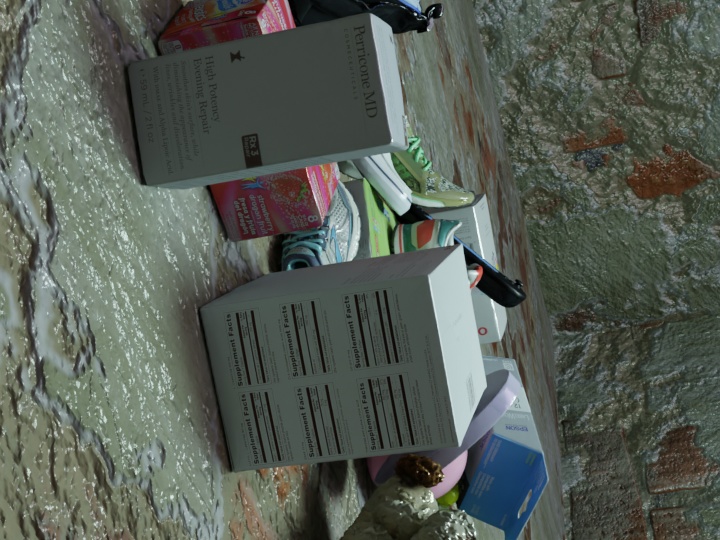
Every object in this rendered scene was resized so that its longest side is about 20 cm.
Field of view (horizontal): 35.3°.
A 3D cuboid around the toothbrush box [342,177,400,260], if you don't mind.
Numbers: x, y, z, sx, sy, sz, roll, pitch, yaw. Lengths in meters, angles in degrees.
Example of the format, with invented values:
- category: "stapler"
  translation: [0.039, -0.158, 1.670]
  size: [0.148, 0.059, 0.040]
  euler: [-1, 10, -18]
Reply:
- category: "toothbrush box"
  translation: [0.000, 0.000, 1.300]
  size: [0.200, 0.085, 0.147]
  euler: [40, 41, -68]

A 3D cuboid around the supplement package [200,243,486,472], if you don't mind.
- category: "supplement package"
  translation: [-0.006, 0.073, 1.003]
  size: [0.191, 0.198, 0.148]
  euler: [-33, 113, -74]

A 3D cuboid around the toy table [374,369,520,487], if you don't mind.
- category: "toy table"
  translation: [0.059, 0.139, 1.197]
  size: [0.117, 0.200, 0.184]
  euler: [47, 17, -6]

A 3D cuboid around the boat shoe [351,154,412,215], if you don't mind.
- category: "boat shoe"
  translation: [0.005, -0.157, 1.275]
  size: [0.200, 0.067, 0.074]
  euler: [52, 2, 5]

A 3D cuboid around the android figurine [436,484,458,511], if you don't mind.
- category: "android figurine"
  translation: [0.090, 0.301, 1.460]
  size: [0.183, 0.041, 0.201]
  euler: [105, -14, -55]

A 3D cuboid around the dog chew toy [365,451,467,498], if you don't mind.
- category: "dog chew toy"
  translation: [0.048, 0.173, 1.333]
  size: [0.125, 0.124, 0.201]
  euler: [-66, 136, -65]

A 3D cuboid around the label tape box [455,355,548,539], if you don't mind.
- category: "label tape box"
  translation: [0.161, 0.225, 1.395]
  size: [0.201, 0.065, 0.144]
  euler: [-97, -160, -51]

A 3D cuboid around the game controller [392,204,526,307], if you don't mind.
- category: "game controller"
  translation: [0.120, -0.025, 1.374]
  size: [0.200, 0.042, 0.104]
  euler: [39, -2, 8]

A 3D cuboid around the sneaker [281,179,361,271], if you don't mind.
- category: "sneaker"
  translation: [-0.045, -0.019, 1.160]
  size: [0.086, 0.077, 0.202]
  euler: [32, 50, -67]

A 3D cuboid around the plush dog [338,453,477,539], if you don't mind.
- category: "plush dog"
  translation: [0.029, 0.275, 1.101]
  size: [0.172, 0.159, 0.202]
  euler: [-54, 158, -64]

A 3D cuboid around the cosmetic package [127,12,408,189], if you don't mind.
- category: "cosmetic package"
  translation: [-0.070, -0.127, 0.874]
  size: [0.074, 0.198, 0.103]
  euler: [-11, 91, -76]

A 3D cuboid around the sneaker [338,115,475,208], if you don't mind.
- category: "sneaker"
  translation: [0.050, -0.135, 1.336]
  size: [0.077, 0.199, 0.089]
  euler: [-78, -170, -75]

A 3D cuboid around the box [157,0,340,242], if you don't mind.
- category: "box"
  translation: [-0.093, -0.139, 1.003]
  size: [0.100, 0.095, 0.201]
  euler: [-74, 152, -57]

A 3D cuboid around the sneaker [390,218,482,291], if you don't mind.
- category: "sneaker"
  translation: [0.100, 0.036, 1.299]
  size: [0.070, 0.093, 0.202]
  euler: [-46, 122, -74]

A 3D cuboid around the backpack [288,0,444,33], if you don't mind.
- category: "backpack"
  translation: [-0.041, -0.301, 1.148]
  size: [0.190, 0.198, 0.155]
  euler: [-7, 83, -69]

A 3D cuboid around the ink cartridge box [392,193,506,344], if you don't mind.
- category: "ink cartridge box"
  translation: [0.125, 0.005, 1.661]
  size: [0.145, 0.146, 0.202]
  euler: [-41, 121, -73]
